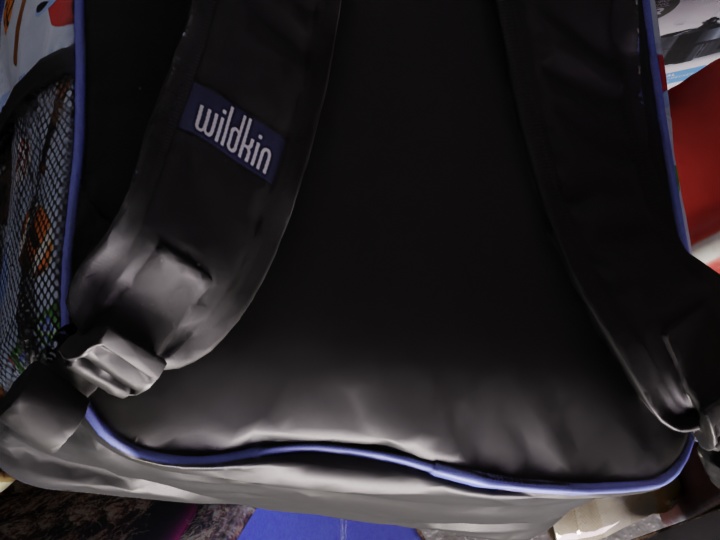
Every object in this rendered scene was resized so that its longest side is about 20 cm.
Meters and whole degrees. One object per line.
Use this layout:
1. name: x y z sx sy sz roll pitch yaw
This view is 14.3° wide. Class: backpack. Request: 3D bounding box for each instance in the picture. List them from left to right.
1. backpack: -0.008 -0.034 0.720 0.199 0.192 0.154 9 167 -27

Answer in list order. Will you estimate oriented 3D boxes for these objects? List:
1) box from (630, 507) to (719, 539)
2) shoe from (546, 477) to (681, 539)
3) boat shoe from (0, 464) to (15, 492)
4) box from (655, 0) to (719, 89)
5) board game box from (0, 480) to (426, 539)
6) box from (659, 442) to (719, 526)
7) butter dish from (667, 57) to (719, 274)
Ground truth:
1. box: 0.177 0.096 1.043 0.161 0.049 0.199 -22 171 35
2. shoe: 0.051 0.016 1.112 0.053 0.201 0.070 -30 162 -5
3. boat shoe: -0.128 0.052 0.738 0.065 0.073 0.200 -53 176 2
4. box: 0.108 -0.115 0.790 0.116 0.060 0.200 -12 161 -19
5. board game box: -0.096 0.124 0.812 0.199 0.097 0.160 -12 -152 31
6. box: 0.173 -0.026 1.096 0.165 0.201 0.164 -17 171 -7
7. butter dish: 0.185 0.000 0.730 0.148 0.200 0.200 -36 -178 -25
